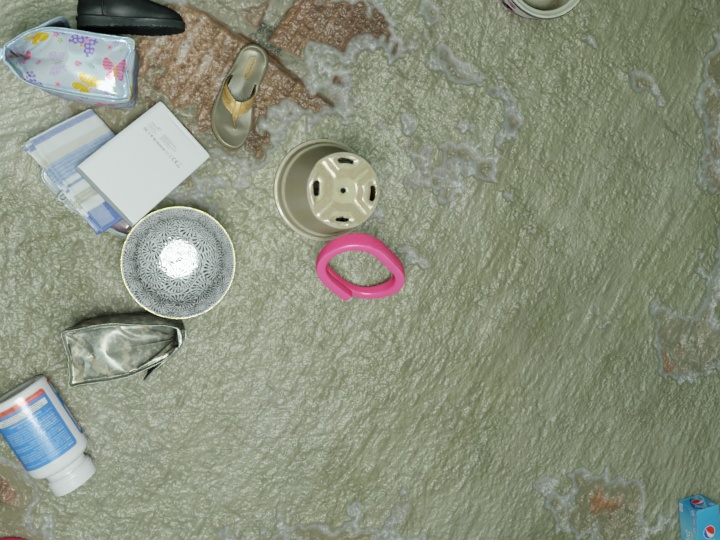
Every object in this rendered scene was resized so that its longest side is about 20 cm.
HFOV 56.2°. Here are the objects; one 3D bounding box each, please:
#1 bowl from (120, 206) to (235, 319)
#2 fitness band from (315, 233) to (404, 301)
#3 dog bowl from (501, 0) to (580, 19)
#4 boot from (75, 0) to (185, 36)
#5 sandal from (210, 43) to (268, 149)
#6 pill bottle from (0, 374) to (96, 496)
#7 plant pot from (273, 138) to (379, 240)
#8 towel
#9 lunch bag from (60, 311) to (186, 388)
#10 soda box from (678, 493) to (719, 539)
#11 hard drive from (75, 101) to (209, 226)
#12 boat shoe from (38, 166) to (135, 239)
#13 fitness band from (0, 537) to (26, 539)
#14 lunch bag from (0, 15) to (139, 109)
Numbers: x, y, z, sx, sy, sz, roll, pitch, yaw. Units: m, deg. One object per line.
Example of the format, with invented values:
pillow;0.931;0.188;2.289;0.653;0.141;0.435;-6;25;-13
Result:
bowl;-0.333;-0.018;1.240;0.199;0.094;0.203;-2;97;-15
fitness band;0.000;0.000;1.296;0.143;0.038;0.200;-22;141;24
dog bowl;0.359;-0.605;1.366;0.198;0.074;0.202;-2;97;-15
boot;-0.410;-0.499;1.175;0.197;0.073;0.164;-3;94;-14
sandal;-0.223;-0.327;1.252;0.080;0.054;0.201;20;91;-16
pill bottle;-0.564;0.299;1.208;0.112;0.112;0.201;-29;102;-10
plant pot;-0.052;-0.148;1.254;0.199;0.183;0.202;-2;98;-15
towel;-0.468;-0.175;1.181;0.200;0.024;0.147;51;55;-7
lunch bag;-0.408;0.133;1.202;0.198;0.164;0.119;-9;94;-13
soda box;0.837;0.663;1.659;0.067;0.064;0.202;-10;100;-14
hard drive;-0.382;-0.192;1.199;0.132;0.027;0.200;48;58;-15
boat shoe;-0.480;-0.126;1.202;0.202;0.065;0.075;41;85;-16
fitness band;-0.676;0.592;1.254;0.143;0.037;0.201;24;91;-17
lunch bag;-0.476;-0.344;1.122;0.198;0.170;0.128;4;97;-15
